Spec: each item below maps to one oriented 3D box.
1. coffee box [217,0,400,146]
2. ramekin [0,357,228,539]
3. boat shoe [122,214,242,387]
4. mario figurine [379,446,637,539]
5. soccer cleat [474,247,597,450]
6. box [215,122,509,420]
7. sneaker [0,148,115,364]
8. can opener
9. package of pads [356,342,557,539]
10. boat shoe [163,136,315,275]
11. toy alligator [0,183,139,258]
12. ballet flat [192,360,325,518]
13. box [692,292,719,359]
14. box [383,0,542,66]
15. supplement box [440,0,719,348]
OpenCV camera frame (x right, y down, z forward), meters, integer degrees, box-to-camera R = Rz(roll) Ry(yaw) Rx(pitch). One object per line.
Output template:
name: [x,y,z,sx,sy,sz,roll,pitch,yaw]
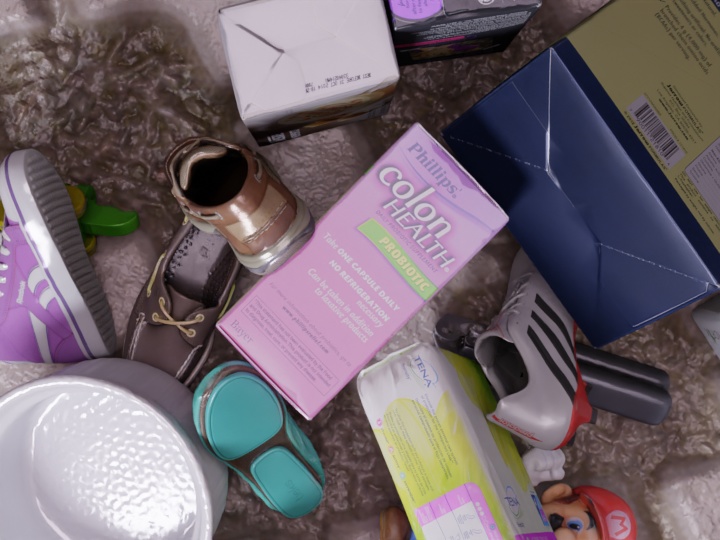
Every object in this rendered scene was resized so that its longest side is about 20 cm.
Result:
coffee box: [-0.037,-0.151,1.025,0.113,0.200,0.080,-14,90,-2]
ramekin: [-0.196,0.164,1.057,0.199,0.098,0.202,2,103,9]
boat shoe: [-0.135,0.017,1.095,0.071,0.060,0.201,27,90,-2]
mario figurine: [0.115,0.211,1.081,0.198,0.106,0.124,-10,125,6]
soccer cleat: [0.124,0.046,1.050,0.085,0.201,0.069,18,134,-19]
box: [0.000,0.000,1.041,0.097,0.176,0.200,44,89,-1]
sneaker: [-0.262,0.001,1.043,0.113,0.073,0.202,-7,131,3]
can opener: [0.147,0.087,1.119,0.198,0.053,0.067,18,122,-2]
package of pads: [0.077,0.155,0.994,0.068,0.154,0.201,-28,72,13]
boat shoe: [-0.099,-0.066,0.998,0.076,0.200,0.072,-47,123,-7]
toy alligator: [-0.274,-0.036,1.094,0.198,0.060,0.055,-11,51,-5]
ballet flat: [-0.085,0.116,1.050,0.067,0.201,0.071,-33,49,-5]
box: [0.396,0.053,1.043,0.198,0.200,0.172,-33,94,-2]
box: [0.061,-0.227,1.027,0.105,0.200,0.123,-9,91,-2]
supplement box: [0.207,-0.092,1.022,0.199,0.134,0.201,-37,93,-39]
